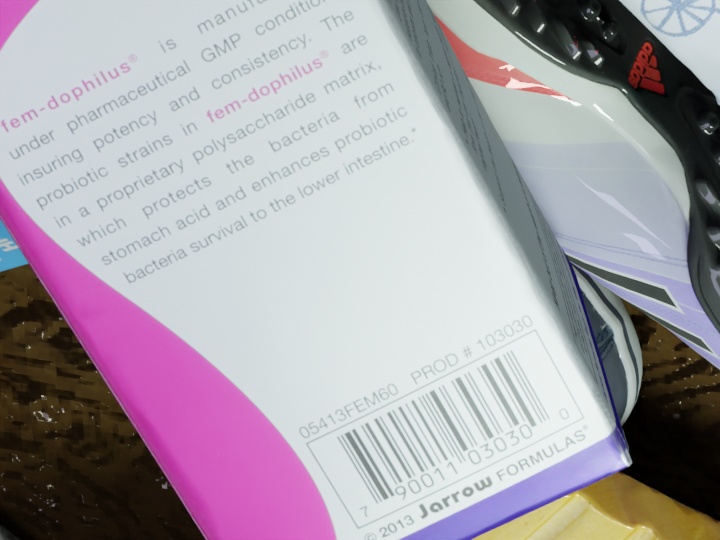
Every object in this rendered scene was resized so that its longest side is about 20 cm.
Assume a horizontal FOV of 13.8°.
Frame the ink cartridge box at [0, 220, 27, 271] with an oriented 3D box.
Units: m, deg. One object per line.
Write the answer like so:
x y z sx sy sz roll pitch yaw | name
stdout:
-0.167 -0.047 0.806 0.200 0.115 0.068 -16 153 27 | ink cartridge box

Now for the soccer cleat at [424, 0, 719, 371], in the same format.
0.063 -0.030 0.801 0.200 0.068 0.073 45 138 -19 | soccer cleat

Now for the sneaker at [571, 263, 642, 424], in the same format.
0.000 0.000 0.833 0.078 0.079 0.200 -31 118 34 | sneaker

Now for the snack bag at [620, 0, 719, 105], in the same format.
0.155 -0.097 0.728 0.200 0.021 0.189 41 122 -19 | snack bag

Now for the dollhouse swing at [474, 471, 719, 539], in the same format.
0.046 0.171 0.903 0.200 0.182 0.176 28 159 -10 | dollhouse swing

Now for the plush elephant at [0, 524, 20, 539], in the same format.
-0.173 0.164 0.986 0.165 0.200 0.155 -31 94 21 | plush elephant

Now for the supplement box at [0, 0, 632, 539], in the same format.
-0.028 -0.033 0.703 0.101 0.103 0.200 -25 118 8 | supplement box
